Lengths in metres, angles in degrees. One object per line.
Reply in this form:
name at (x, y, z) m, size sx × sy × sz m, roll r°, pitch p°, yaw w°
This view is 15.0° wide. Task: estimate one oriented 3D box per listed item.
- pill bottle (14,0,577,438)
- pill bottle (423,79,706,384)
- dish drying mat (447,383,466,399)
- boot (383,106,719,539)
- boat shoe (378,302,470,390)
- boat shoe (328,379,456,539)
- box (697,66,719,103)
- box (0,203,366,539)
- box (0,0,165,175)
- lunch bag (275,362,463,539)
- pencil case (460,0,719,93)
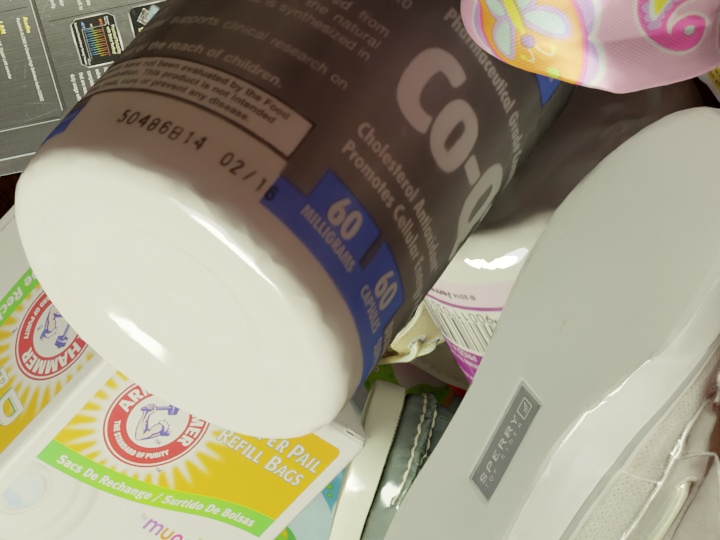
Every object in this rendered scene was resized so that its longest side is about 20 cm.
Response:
pill bottle at (-0.002, -0.058, 0.811) m, size 0.114 × 0.200 × 0.114 m, roll 26°, pitch 149°, yaw 18°
pill bottle at (0.095, 0.028, 0.916) m, size 0.112 × 0.112 × 0.200 m, roll 5°, pitch 137°, yaw 42°
dish drying mat at (0.029, 0.006, 1.042) m, size 0.200 × 0.018 × 0.077 m, roll 47°, pitch 146°, yaw -17°
boot at (0.088, 0.044, 0.826) m, size 0.095 × 0.074 × 0.200 m, roll 14°, pitch 120°, yaw -35°
boat shoe at (0.000, 0.000, 0.947) m, size 0.075 × 0.069 × 0.200 m, roll -14°, pitch 144°, yaw 33°
boat shoe at (0.017, 0.111, 1.016) m, size 0.062 × 0.073 × 0.200 m, roll 14°, pitch 146°, yaw 2°
box at (0.144, -0.102, 0.723) m, size 0.082 × 0.049 × 0.200 m, roll 59°, pitch 155°, yaw 20°
box at (-0.114, 0.076, 0.948) m, size 0.112 × 0.200 × 0.101 m, roll 35°, pitch -166°, yaw -39°
box at (-0.097, -0.121, 0.882) m, size 0.158 × 0.048 × 0.200 m, roll -13°, pitch 139°, yaw -1°
lunch bag at (-0.064, 0.050, 1.137) m, size 0.161 × 0.082 × 0.200 m, roll 50°, pitch 146°, yaw -15°
pencil case at (0.065, -0.146, 0.698) m, size 0.087 × 0.087 × 0.200 m, roll 18°, pitch 129°, yaw 28°
